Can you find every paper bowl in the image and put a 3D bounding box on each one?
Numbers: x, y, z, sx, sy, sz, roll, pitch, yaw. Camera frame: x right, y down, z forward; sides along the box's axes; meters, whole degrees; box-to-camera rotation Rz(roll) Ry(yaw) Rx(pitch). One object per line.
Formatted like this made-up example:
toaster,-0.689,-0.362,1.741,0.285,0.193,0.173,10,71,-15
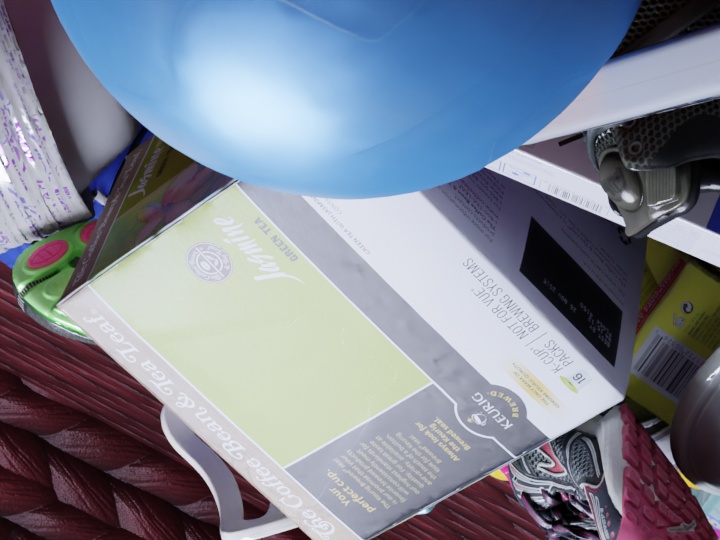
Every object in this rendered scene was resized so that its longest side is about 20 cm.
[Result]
paper bowl,-0.181,-0.117,1.136,0.201,0.104,0.201,159,90,-86

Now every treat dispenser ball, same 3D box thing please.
treat dispenser ball,-0.005,-0.123,0.693,0.200,0.201,0.201,23,167,5

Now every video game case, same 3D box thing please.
video game case,0.168,-0.080,0.721,0.181,0.023,0.200,-14,-178,-22

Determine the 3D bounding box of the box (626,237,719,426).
box,0.157,0.024,1.137,0.050,0.075,0.200,33,-172,-4

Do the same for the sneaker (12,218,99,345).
sneaker,-0.106,0.025,1.171,0.084,0.077,0.200,-40,150,30

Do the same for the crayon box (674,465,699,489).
crayon box,0.212,0.067,1.275,0.200,0.058,0.119,13,129,41

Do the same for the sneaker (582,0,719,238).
sneaker,0.092,-0.088,0.870,0.199,0.115,0.076,25,166,3

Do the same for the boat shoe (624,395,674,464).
boat shoe,0.121,0.066,1.236,0.066,0.070,0.200,66,168,-14

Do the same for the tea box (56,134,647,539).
tea box,0.000,0.000,1.069,0.196,0.134,0.200,-32,115,31

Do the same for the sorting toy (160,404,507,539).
sorting toy,-0.018,0.084,1.282,0.200,0.180,0.107,-124,15,-45

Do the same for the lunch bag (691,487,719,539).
lunch bag,0.307,0.142,1.398,0.170,0.122,0.200,26,157,3

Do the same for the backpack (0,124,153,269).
backpack,-0.128,-0.051,1.307,0.200,0.163,0.168,11,159,49

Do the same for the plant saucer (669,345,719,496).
plant saucer,0.245,0.060,1.033,0.200,0.200,0.050,43,-162,-55

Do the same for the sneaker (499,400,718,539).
sneaker,0.115,0.107,1.064,0.081,0.075,0.200,53,-177,-11

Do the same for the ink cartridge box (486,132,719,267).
ink cartridge box,0.149,-0.057,0.930,0.199,0.094,0.044,24,167,5
